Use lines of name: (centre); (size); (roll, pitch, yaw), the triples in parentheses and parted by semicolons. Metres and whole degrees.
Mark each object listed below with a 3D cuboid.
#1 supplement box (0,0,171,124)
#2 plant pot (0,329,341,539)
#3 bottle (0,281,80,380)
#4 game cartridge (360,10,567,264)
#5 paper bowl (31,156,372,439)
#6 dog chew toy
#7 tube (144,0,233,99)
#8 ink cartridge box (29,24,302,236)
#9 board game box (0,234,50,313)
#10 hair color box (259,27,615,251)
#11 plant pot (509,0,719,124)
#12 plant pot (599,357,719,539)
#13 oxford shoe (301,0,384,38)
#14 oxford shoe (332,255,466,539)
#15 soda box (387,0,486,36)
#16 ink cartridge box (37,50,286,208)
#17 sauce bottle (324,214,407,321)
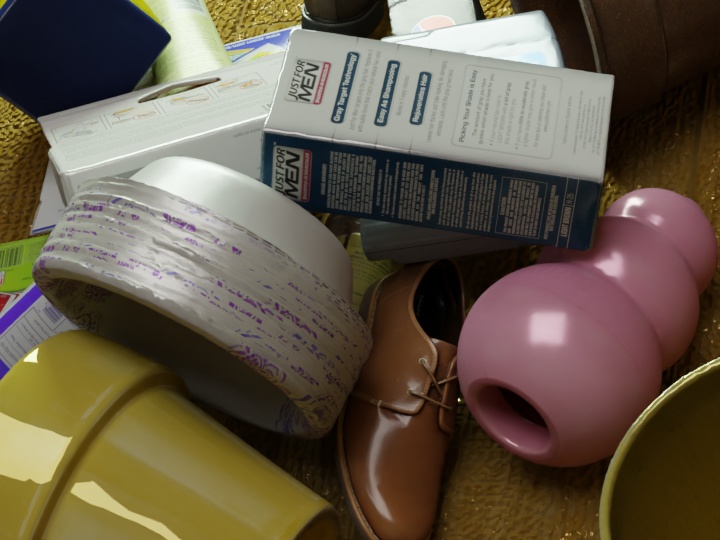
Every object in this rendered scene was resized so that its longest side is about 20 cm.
supplement box: (-0.228, -0.183, 1.554); (0.110, 0.109, 0.200); (-51, 26, 7)
plant pot: (-0.121, 0.159, 1.244); (0.188, 0.201, 0.201); (21, 60, 18)
bottle: (-0.209, 0.059, 1.405); (0.200, 0.084, 0.065); (-42, 12, 19)
game cartridge: (0.072, -0.091, 1.376); (0.133, 0.041, 0.200); (-6, 45, 11)
paper bowl: (-0.085, 0.008, 1.263); (0.200, 0.201, 0.105); (17, 71, 33)
dog chew toy: (0.147, 0.025, 1.294); (0.124, 0.125, 0.200); (20, 53, 35)
tube: (-0.120, -0.139, 1.526); (0.058, 0.052, 0.200); (-50, 33, 19)
ink cartridge box: (-0.129, -0.090, 1.537); (0.197, 0.047, 0.200); (-13, 37, 10)
board game box: (-0.164, 0.016, 1.477); (0.199, 0.048, 0.102); (-11, 48, 14)
hair color box: (0.046, -0.078, 1.271); (0.199, 0.061, 0.100); (9, 44, 4)
plant pot: (0.213, -0.214, 1.436); (0.198, 0.201, 0.201); (-20, 45, -5)
plant pot: (0.237, 0.157, 1.118); (0.199, 0.142, 0.200); (-11, 48, 13)
oxford shoe: (0.003, -0.253, 1.609); (0.072, 0.085, 0.200); (4, 37, 11)
oxford shoe: (0.031, 0.078, 1.301); (0.071, 0.071, 0.201); (-36, 43, 48)
soda box: (0.064, -0.118, 1.484); (0.063, 0.071, 0.200); (-15, 46, 11)
ink cartridge box: (-0.105, -0.090, 1.407); (0.199, 0.045, 0.176); (-16, 17, -9)
sauce bottle: (0.000, 0.000, 1.411); (0.066, 0.066, 0.200); (0, 51, 23)
